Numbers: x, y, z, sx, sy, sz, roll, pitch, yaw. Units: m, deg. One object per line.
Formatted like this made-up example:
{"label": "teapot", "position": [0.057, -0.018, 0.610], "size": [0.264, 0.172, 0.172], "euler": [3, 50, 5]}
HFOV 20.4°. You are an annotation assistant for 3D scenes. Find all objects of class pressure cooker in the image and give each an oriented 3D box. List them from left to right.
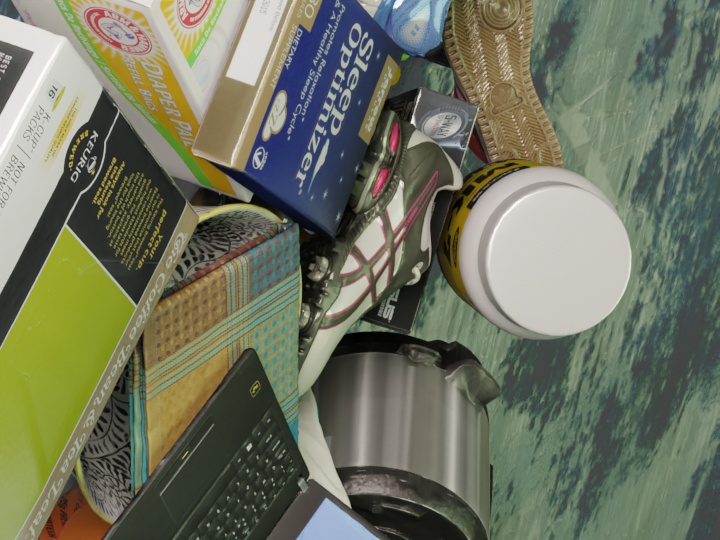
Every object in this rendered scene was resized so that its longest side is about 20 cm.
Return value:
{"label": "pressure cooker", "position": [0.013, 0.142, 1.478], "size": [0.201, 0.174, 0.180], "euler": [-87, -178, -48]}

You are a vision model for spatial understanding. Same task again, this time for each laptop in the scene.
{"label": "laptop", "position": [-0.049, 0.182, 1.141], "size": [0.178, 0.103, 0.201], "euler": [-53, 145, -28]}

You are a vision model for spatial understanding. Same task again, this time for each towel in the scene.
{"label": "towel", "position": [-0.083, 0.086, 1.154], "size": [0.146, 0.022, 0.202], "euler": [-33, 132, -47]}

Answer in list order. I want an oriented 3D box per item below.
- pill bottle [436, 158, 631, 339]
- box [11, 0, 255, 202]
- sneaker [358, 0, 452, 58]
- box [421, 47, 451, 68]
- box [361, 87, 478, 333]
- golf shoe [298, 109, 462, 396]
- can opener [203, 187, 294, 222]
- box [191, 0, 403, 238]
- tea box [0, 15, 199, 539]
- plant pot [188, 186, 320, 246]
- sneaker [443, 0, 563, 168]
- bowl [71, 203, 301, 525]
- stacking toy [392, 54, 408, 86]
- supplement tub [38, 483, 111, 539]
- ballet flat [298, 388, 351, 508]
{"label": "pill bottle", "position": [0.116, -0.015, 1.348], "size": [0.200, 0.113, 0.115], "euler": [-137, -115, -83]}
{"label": "box", "position": [-0.104, -0.142, 1.082], "size": [0.113, 0.101, 0.200], "euler": [-63, 157, -20]}
{"label": "sneaker", "position": [0.056, -0.228, 1.296], "size": [0.201, 0.089, 0.078], "euler": [-66, -158, -8]}
{"label": "box", "position": [0.070, -0.238, 1.507], "size": [0.200, 0.043, 0.162], "euler": [4, 104, -68]}
{"label": "box", "position": [0.026, -0.044, 1.428], "size": [0.200, 0.043, 0.162], "euler": [-165, -88, -84]}
{"label": "golf shoe", "position": [0.000, 0.000, 1.277], "size": [0.088, 0.077, 0.201], "euler": [27, 85, -26]}
{"label": "can opener", "position": [-0.063, -0.114, 1.219], "size": [0.053, 0.066, 0.202], "euler": [-10, 100, -69]}
{"label": "box", "position": [-0.026, -0.093, 1.133], "size": [0.122, 0.032, 0.200], "euler": [-69, 160, -5]}
{"label": "tea box", "position": [-0.197, 0.002, 0.932], "size": [0.201, 0.133, 0.197], "euler": [-64, 157, -16]}
{"label": "plant pot", "position": [-0.067, -0.002, 1.329], "size": [0.200, 0.027, 0.201], "euler": [-40, 149, -30]}
{"label": "sneaker", "position": [0.091, -0.156, 1.472], "size": [0.113, 0.071, 0.202], "euler": [-120, -167, -69]}
{"label": "bowl", "position": [-0.130, 0.040, 1.168], "size": [0.200, 0.094, 0.202], "euler": [-38, 141, -40]}
{"label": "stacking toy", "position": [0.005, -0.158, 1.377], "size": [0.085, 0.085, 0.202], "euler": [3, 110, -68]}
{"label": "supplement tub", "position": [-0.121, 0.188, 1.292], "size": [0.123, 0.122, 0.200], "euler": [-70, 159, -2]}
{"label": "ballet flat", "position": [-0.058, 0.117, 1.328], "size": [0.200, 0.069, 0.070], "euler": [-117, -158, -52]}
